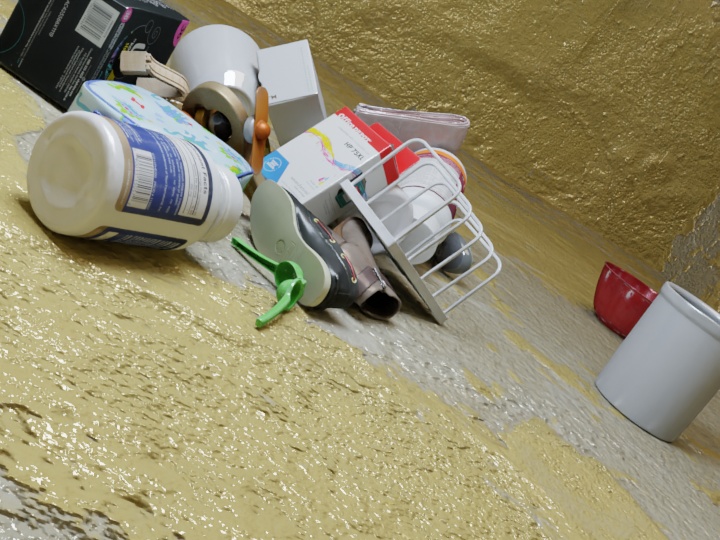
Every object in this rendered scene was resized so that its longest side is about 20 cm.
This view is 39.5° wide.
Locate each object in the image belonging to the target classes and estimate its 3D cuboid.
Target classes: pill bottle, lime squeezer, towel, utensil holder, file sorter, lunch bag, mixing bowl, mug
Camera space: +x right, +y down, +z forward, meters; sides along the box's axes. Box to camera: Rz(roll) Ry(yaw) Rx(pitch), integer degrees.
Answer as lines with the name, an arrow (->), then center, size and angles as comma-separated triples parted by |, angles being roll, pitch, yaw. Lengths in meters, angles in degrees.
pill bottle -> -0.013, -0.117, 1.489 | 0.114, 0.114, 0.200 | 23, 18, -37
pill bottle -> -0.205, -0.078, 0.954 | 0.111, 0.111, 0.200 | 42, 16, 27
lime squeezer -> -0.089, 0.011, 1.070 | 0.071, 0.038, 0.200 | 27, 17, -25
towel -> 0.064, -0.194, 1.673 | 0.191, 0.200, 0.032 | 7, 54, -10
utensil holder -> 0.495, 0.146, 1.595 | 0.170, 0.200, 0.170 | 33, 14, -9
pill bottle -> 0.098, -0.102, 1.587 | 0.110, 0.110, 0.200 | 33, 40, -7
file sorter -> 0.090, -0.054, 1.347 | 0.139, 0.124, 0.200 | 55, 1, 41
lunch bag -> -0.230, -0.134, 1.134 | 0.200, 0.082, 0.161 | 35, 14, 2
mixing bowl -> 0.578, 0.081, 2.162 | 0.200, 0.108, 0.200 | 32, 14, -9
mug -> -0.197, -0.272, 1.542 | 0.186, 0.149, 0.153 | 20, 28, -25

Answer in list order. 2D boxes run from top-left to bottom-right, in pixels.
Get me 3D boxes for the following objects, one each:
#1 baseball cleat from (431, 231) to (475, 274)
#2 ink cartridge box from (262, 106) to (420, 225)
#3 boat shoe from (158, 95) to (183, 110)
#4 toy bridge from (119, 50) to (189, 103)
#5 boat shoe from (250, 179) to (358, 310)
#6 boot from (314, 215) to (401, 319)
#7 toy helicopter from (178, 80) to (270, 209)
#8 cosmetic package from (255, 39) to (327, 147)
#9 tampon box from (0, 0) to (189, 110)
baseball cleat -> 0.099, -0.056, 1.672 | 0.106, 0.070, 0.200 | 3, 27, -40
ink cartridge box -> -0.031, -0.147, 1.380 | 0.116, 0.200, 0.067 | 45, -17, 37
boat shoe -> -0.229, -0.178, 1.322 | 0.200, 0.074, 0.069 | 18, -3, -27
toy bridge -> -0.256, -0.233, 1.300 | 0.067, 0.027, 0.200 | 1, -11, 0
boat shoe -> -0.070, -0.029, 1.168 | 0.063, 0.074, 0.201 | 13, 32, -44
boot -> 0.000, 0.000, 1.268 | 0.146, 0.070, 0.200 | 50, 17, 23
toy helicopter -> -0.144, -0.143, 1.241 | 0.200, 0.132, 0.079 | 60, 39, -16
cosmetic package -> -0.098, -0.248, 1.550 | 0.200, 0.085, 0.108 | 77, 2, -65
tampon box -> -0.336, -0.295, 1.277 | 0.126, 0.150, 0.200 | 35, 15, 6
